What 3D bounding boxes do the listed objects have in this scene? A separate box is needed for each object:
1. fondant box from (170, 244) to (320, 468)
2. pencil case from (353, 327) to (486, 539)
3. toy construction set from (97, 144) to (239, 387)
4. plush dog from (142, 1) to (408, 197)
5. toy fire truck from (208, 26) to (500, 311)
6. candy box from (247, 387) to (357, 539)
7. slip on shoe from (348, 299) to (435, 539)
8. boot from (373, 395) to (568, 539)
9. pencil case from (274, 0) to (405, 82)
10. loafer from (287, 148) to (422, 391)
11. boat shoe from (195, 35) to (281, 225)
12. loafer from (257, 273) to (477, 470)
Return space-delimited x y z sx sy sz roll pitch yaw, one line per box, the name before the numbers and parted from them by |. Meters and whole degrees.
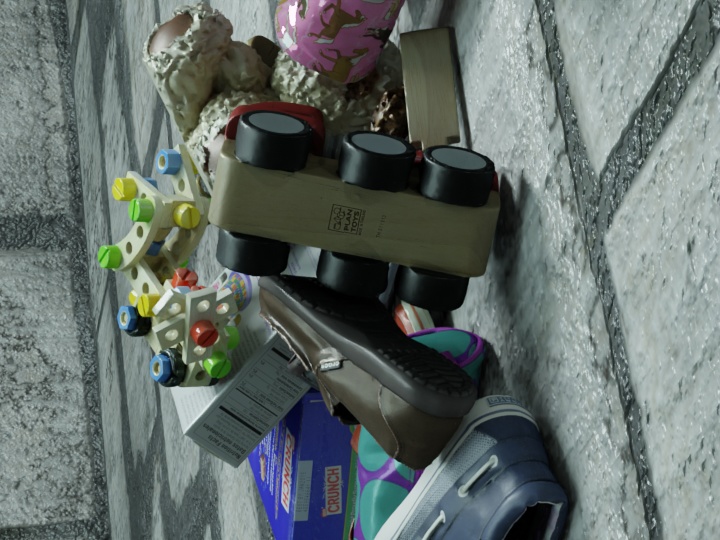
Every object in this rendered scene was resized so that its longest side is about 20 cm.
fondant box | -0.065 0.035 1.642 0.200 0.058 0.144 -47 28 12
pencil case | 0.037 0.140 1.396 0.092 0.085 0.200 -109 20 -76
toy construction set | -0.132 0.010 1.570 0.131 0.092 0.200 -66 28 28
plush dog | -0.040 -0.110 1.526 0.200 0.172 0.161 59 175 43
toy fire truck | 0.002 -0.080 1.371 0.200 0.176 0.129 -83 4 -69
candy box | -0.040 0.122 1.732 0.200 0.077 0.169 -113 27 -60
slip on shoe | 0.025 0.115 1.493 0.074 0.061 0.200 -119 32 -67
boot | 0.059 0.177 1.283 0.090 0.073 0.200 -113 37 -49
pencil case | 0.007 -0.218 1.416 0.087 0.083 0.200 -58 -3 -47
loafer | 0.000 0.000 1.493 0.072 0.063 0.200 -61 -12 -69
boat shoe | -0.089 -0.090 1.664 0.063 0.073 0.200 -24 47 33
loafer | -0.009 0.060 1.304 0.200 0.073 0.071 39 116 51
